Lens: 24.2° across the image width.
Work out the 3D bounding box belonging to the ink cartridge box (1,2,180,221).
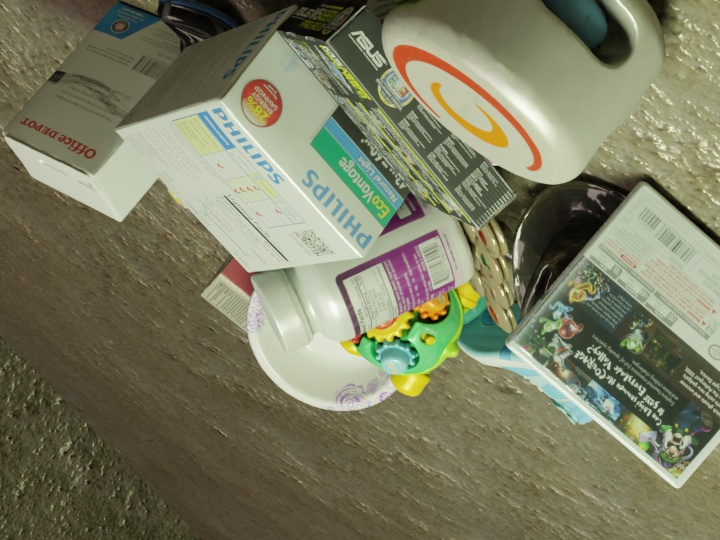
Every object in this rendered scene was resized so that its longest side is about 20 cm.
[{"bbox_3d":[-0.254,-0.169,1.763,0.144,0.200,0.084,25,156,32],"label":"ink cartridge box"}]

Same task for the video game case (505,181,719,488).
[{"bbox_3d":[0.256,0.056,1.434,0.200,0.182,0.023,40,-175,-7],"label":"video game case"}]

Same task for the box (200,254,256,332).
[{"bbox_3d":[-0.081,0.039,2.071,0.200,0.109,0.128,39,160,-5],"label":"box"}]

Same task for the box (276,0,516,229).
[{"bbox_3d":[0.027,-0.131,1.368,0.200,0.044,0.160,49,174,-19],"label":"box"}]

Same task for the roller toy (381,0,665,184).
[{"bbox_3d":[0.121,-0.165,1.214,0.182,0.140,0.200,34,170,29],"label":"roller toy"}]

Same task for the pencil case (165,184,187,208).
[{"bbox_3d":[-0.114,-0.065,1.721,0.090,0.084,0.200,7,-159,-48],"label":"pencil case"}]

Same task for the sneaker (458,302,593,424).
[{"bbox_3d":[0.194,0.106,1.794,0.199,0.080,0.131,17,152,47],"label":"sneaker"}]

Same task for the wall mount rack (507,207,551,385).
[{"bbox_3d":[0.196,0.020,1.614,0.175,0.074,0.200,66,158,2],"label":"wall mount rack"}]

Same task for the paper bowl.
[{"bbox_3d":[-0.023,0.052,1.930,0.199,0.104,0.202,8,117,15],"label":"paper bowl"}]

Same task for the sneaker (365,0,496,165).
[{"bbox_3d":[0.066,-0.156,1.437,0.200,0.073,0.114,42,163,-14],"label":"sneaker"}]

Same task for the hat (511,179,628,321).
[{"bbox_3d":[0.188,0.024,1.488,0.200,0.081,0.202,23,125,37],"label":"hat"}]

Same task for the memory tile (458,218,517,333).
[{"bbox_3d":[0.104,-0.034,1.625,0.154,0.017,0.200,59,172,30],"label":"memory tile"}]

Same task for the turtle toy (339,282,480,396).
[{"bbox_3d":[0.022,0.031,1.740,0.200,0.146,0.101,35,-170,23],"label":"turtle toy"}]

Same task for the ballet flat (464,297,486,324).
[{"bbox_3d":[0.045,-0.004,1.813,0.199,0.071,0.067,33,161,13],"label":"ballet flat"}]

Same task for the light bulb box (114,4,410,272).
[{"bbox_3d":[-0.080,-0.112,1.513,0.198,0.125,0.200,47,152,-22],"label":"light bulb box"}]

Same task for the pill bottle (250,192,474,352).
[{"bbox_3d":[0.000,0.000,1.618,0.113,0.199,0.112,65,173,0],"label":"pill bottle"}]

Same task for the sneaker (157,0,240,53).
[{"bbox_3d":[-0.147,-0.198,1.688,0.071,0.083,0.200,21,155,37],"label":"sneaker"}]
